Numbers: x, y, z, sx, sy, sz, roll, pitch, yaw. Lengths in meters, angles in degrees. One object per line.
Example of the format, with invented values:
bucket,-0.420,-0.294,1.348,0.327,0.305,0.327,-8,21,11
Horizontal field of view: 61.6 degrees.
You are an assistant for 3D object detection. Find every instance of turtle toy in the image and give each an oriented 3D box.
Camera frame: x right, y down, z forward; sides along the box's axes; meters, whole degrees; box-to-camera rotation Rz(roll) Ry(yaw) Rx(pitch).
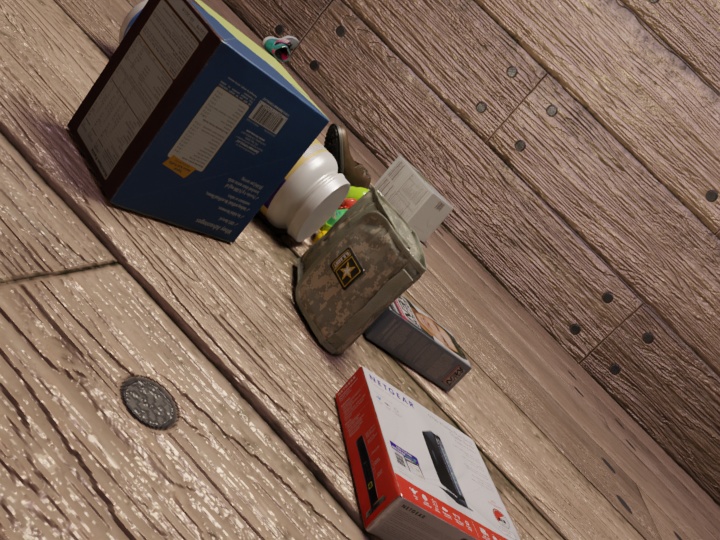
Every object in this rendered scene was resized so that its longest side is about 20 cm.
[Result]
turtle toy,-0.009,-0.075,1.081,0.145,0.101,0.202,36,26,-29

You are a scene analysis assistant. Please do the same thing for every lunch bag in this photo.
lunch bag,0.000,0.000,0.805,0.117,0.164,0.201,43,13,-20

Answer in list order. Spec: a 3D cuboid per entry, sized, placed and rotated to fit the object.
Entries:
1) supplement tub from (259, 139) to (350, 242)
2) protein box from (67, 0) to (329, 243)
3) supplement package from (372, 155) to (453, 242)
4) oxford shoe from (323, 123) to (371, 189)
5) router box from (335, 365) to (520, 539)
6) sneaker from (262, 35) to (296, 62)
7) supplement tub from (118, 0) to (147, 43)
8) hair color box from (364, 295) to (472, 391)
supplement tub,-0.125,-0.161,0.948,0.200,0.146,0.145,45,14,7
protein box,-0.181,-0.169,0.696,0.136,0.201,0.197,50,16,27
supplement package,0.165,-0.230,1.952,0.151,0.151,0.201,23,24,-52
oxford shoe,-0.023,-0.193,1.171,0.073,0.083,0.204,44,-30,47
router box,0.071,0.216,0.631,0.198,0.049,0.181,37,16,-28
sneaker,-0.352,-1.042,2.841,0.197,0.084,0.122,-19,64,-38
supplement tub,-0.292,-0.332,0.988,0.201,0.132,0.131,49,15,20
hair color box,0.082,0.102,0.964,0.199,0.061,0.100,37,15,-31
